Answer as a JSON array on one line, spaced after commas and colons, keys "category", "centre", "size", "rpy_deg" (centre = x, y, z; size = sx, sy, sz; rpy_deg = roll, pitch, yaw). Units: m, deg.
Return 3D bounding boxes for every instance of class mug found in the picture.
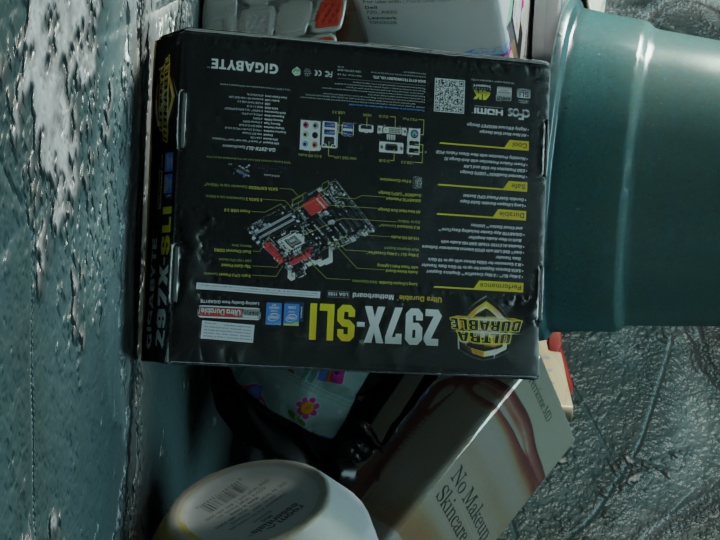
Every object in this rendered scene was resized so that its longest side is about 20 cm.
[{"category": "mug", "centre": [-0.042, 0.190, 1.164], "size": [0.187, 0.148, 0.154], "rpy_deg": [-87, 168, -64]}]

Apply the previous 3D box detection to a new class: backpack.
[{"category": "backpack", "centre": [-0.005, -0.008, 1.279], "size": [0.167, 0.126, 0.201], "rpy_deg": [-88, -157, -61]}]

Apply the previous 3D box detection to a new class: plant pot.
[{"category": "plant pot", "centre": [0.207, -0.051, 1.365], "size": [0.200, 0.194, 0.202], "rpy_deg": [5, 90, -79]}]

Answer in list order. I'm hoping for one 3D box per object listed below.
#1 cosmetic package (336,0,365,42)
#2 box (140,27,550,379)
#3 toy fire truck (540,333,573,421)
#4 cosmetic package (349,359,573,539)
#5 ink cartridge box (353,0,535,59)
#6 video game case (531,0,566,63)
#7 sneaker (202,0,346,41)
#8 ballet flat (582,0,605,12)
[{"category": "cosmetic package", "centre": [-0.010, -0.173, 1.470], "size": [0.103, 0.086, 0.202], "rpy_deg": [64, 29, -69]}, {"category": "box", "centre": [-0.005, -0.030, 1.158], "size": [0.049, 0.198, 0.161], "rpy_deg": [-178, -89, -69]}, {"category": "toy fire truck", "centre": [0.072, 0.084, 1.653], "size": [0.200, 0.174, 0.130], "rpy_deg": [106, -30, -67]}, {"category": "cosmetic package", "centre": [0.027, 0.131, 1.388], "size": [0.200, 0.087, 0.104], "rpy_deg": [-51, 143, -18]}, {"category": "ink cartridge box", "centre": [0.053, -0.173, 1.351], "size": [0.200, 0.083, 0.146], "rpy_deg": [71, 22, -59]}, {"category": "video game case", "centre": [0.123, -0.193, 1.452], "size": [0.143, 0.017, 0.202], "rpy_deg": [69, 25, -69]}, {"category": "sneaker", "centre": [-0.043, -0.173, 1.298], "size": [0.082, 0.076, 0.202], "rpy_deg": [90, 5, -79]}, {"category": "ballet flat", "centre": [0.140, -0.146, 1.644], "size": [0.070, 0.069, 0.201], "rpy_deg": [80, 10, -56]}]
